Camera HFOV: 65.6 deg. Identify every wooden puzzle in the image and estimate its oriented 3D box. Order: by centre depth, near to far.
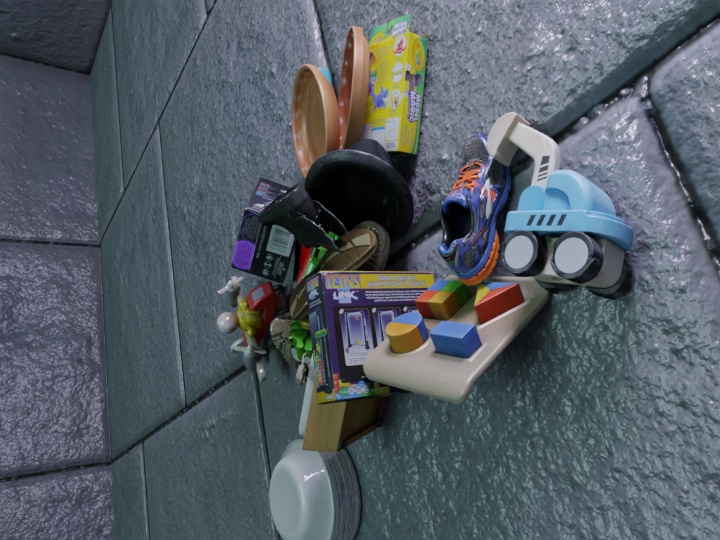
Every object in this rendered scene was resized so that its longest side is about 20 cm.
[{"bbox_3d":[0.111,0.064,0.694,0.183,0.199,0.047,1,127,53],"label":"wooden puzzle"}]

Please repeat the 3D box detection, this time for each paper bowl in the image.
[{"bbox_3d":[-0.094,0.409,1.011,0.198,0.102,0.208,-7,81,53],"label":"paper bowl"}]

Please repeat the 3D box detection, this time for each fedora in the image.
[{"bbox_3d":[0.005,-0.133,0.881,0.199,0.198,0.093,-31,33,48],"label":"fedora"}]

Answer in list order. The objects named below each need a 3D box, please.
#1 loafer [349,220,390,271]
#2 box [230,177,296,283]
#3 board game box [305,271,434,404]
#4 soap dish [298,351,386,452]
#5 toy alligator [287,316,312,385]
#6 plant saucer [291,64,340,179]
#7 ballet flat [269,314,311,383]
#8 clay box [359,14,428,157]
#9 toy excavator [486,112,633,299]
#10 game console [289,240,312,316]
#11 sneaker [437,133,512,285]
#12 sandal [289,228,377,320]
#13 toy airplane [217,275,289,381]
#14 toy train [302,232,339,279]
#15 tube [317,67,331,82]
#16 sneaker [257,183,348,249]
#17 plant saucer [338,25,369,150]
[{"bbox_3d":[0.000,0.000,0.913,0.075,0.068,0.203,33,127,15],"label":"loafer"},{"bbox_3d":[-0.173,-0.082,1.077,0.201,0.103,0.125,-95,24,-65],"label":"box"},{"bbox_3d":[0.026,0.090,0.785,0.056,0.195,0.171,-28,65,54],"label":"board game box"},{"bbox_3d":[-0.013,0.174,0.880,0.080,0.156,0.207,19,105,32],"label":"soap dish"},{"bbox_3d":[-0.092,0.104,0.899,0.202,0.052,0.061,-71,-19,-54],"label":"toy alligator"},{"bbox_3d":[-0.079,-0.258,0.997,0.199,0.036,0.207,172,90,-69],"label":"plant saucer"},{"bbox_3d":[-0.085,0.156,0.977,0.074,0.068,0.203,20,148,44],"label":"ballet flat"},{"bbox_3d":[0.052,-0.289,0.896,0.114,0.046,0.207,13,98,55],"label":"clay box"},{"bbox_3d":[0.219,-0.084,0.637,0.192,0.098,0.207,7,81,51],"label":"toy excavator"},{"bbox_3d":[-0.082,0.047,1.084,0.167,0.118,0.207,8,96,22],"label":"game console"},{"bbox_3d":[0.143,-0.089,0.716,0.074,0.077,0.206,-14,60,45],"label":"sneaker"},{"bbox_3d":[-0.037,0.012,0.853,0.200,0.053,0.082,-45,32,28],"label":"sandal"},{"bbox_3d":[-0.247,0.118,1.204,0.197,0.138,0.207,9,95,53],"label":"toy airplane"},{"bbox_3d":[-0.066,-0.015,0.982,0.042,0.055,0.205,-109,38,-77],"label":"toy train"},{"bbox_3d":[-0.066,-0.279,1.055,0.078,0.049,0.207,95,166,-75],"label":"tube"},{"bbox_3d":[-0.095,-0.074,0.883,0.105,0.060,0.198,50,157,-14],"label":"sneaker"},{"bbox_3d":[-0.013,-0.299,0.941,0.200,0.031,0.208,-175,90,-82],"label":"plant saucer"}]
